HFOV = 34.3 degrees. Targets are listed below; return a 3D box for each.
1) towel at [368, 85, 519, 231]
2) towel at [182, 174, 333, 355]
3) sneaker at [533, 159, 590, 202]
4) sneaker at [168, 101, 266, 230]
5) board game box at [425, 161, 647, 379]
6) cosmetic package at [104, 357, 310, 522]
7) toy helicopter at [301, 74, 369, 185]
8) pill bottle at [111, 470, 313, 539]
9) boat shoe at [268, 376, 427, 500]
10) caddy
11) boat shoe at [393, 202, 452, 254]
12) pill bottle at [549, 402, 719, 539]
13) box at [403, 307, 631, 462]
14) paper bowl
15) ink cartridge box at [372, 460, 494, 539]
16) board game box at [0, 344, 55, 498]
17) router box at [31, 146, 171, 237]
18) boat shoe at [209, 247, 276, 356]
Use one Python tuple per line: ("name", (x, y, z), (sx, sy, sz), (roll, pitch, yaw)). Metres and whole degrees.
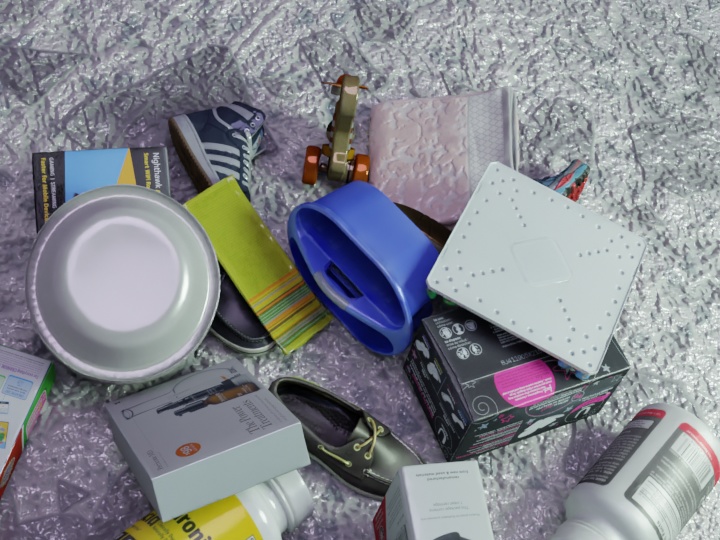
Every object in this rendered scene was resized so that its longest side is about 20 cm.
("towel", (0.099, -0.134, 1.413), (0.188, 0.032, 0.202), (-7, 55, 14))
("towel", (-0.112, -0.007, 1.288), (0.201, 0.018, 0.086), (55, 43, -3))
("sneaker", (0.197, -0.089, 1.414), (0.199, 0.080, 0.095), (-37, 69, -27))
("sneaker", (-0.143, -0.120, 1.377), (0.107, 0.070, 0.201), (-21, 61, -19))
("board game box", (0.191, -0.003, 1.256), (0.198, 0.026, 0.201), (28, 54, 5))
("cosmetic package", (-0.156, 0.160, 1.146), (0.149, 0.052, 0.200), (-21, 21, -19))
("toy helicopter", (-0.017, -0.181, 1.359), (0.078, 0.200, 0.134), (9, 75, -4))
("pill bottle", (-0.145, 0.260, 1.120), (0.199, 0.112, 0.111), (-33, 69, -27))
("boat shoe", (-0.013, 0.178, 1.223), (0.199, 0.061, 0.072), (26, 58, 7))
("caddy", (0.000, 0.000, 1.287), (0.104, 0.142, 0.200), (-34, 69, -30))
("boat shoe", (0.098, -0.005, 1.332), (0.199, 0.065, 0.073), (33, 20, -2))
("pill bottle", (0.283, 0.240, 1.208), (0.110, 0.111, 0.200), (41, 60, 15))
("box", (0.165, 0.106, 1.268), (0.197, 0.115, 0.133), (-15, 61, -21))
("paper bowl", (-0.242, 0.013, 1.191), (0.197, 0.104, 0.204), (2, 82, -11))
("ink cartridge box", (0.077, 0.305, 1.111), (0.081, 0.146, 0.202), (-3, 60, -14))
("board game box", (-0.416, 0.162, 1.172), (0.151, 0.041, 0.202), (18, 58, 1))
("router box", (-0.277, -0.029, 1.271), (0.147, 0.051, 0.203), (-5, 81, -13))
("boat shoe", (-0.156, 0.008, 1.301), (0.074, 0.063, 0.201), (-23, 67, -24))
